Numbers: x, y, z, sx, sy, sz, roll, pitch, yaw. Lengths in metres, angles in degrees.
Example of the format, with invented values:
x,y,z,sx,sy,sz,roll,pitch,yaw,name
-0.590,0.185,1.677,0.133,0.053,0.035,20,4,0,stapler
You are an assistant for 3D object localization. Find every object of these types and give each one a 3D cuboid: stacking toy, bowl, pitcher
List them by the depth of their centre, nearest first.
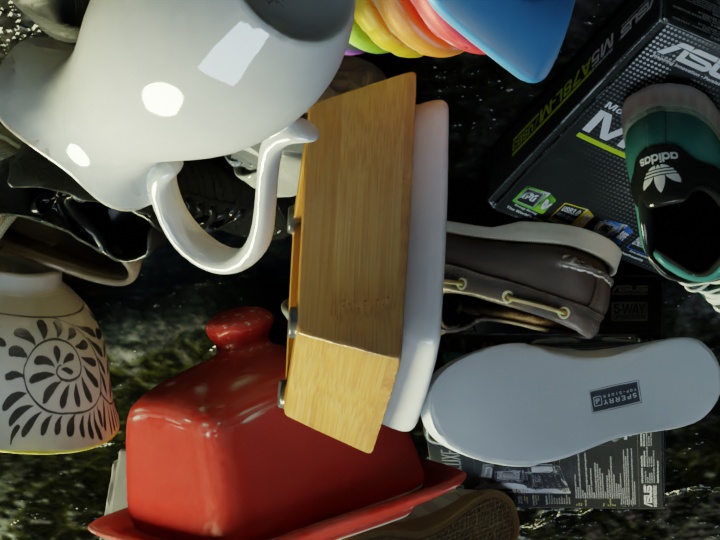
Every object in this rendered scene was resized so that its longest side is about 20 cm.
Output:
x,y,z,sx,sy,sz,roll,pitch,yaw,name
-0.075,-0.091,1.276,0.172,0.121,0.200,46,137,-11,pitcher
0.007,-0.152,1.314,0.199,0.117,0.110,-11,147,41,stacking toy
-0.236,0.033,1.536,0.200,0.201,0.095,12,104,-8,bowl

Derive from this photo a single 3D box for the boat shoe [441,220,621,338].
x,y,z,sx,sy,sz,roll,pitch,yaw,name
0.058,0.007,1.491,0.199,0.060,0.072,3,160,30,boat shoe

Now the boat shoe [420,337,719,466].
x,y,z,sx,sy,sz,roll,pitch,yaw,name
0.115,0.071,1.477,0.199,0.072,0.068,-9,-176,-28,boat shoe

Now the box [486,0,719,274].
x,y,z,sx,sy,sz,roll,pitch,yaw,name
0.203,-0.068,1.421,0.199,0.048,0.193,21,144,-19,box

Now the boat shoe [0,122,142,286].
x,y,z,sx,sy,sz,roll,pitch,yaw,name
-0.222,-0.043,1.493,0.199,0.065,0.072,18,141,-16,boat shoe

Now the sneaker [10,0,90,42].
x,y,z,sx,sy,sz,roll,pitch,yaw,name
-0.187,-0.175,1.299,0.066,0.091,0.200,-6,141,16,sneaker

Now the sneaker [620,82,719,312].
x,y,z,sx,sy,sz,roll,pitch,yaw,name
0.194,-0.014,1.389,0.071,0.080,0.200,-14,140,24,sneaker

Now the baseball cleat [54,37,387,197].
x,y,z,sx,sy,sz,roll,pitch,yaw,name
-0.083,-0.083,1.421,0.199,0.070,0.107,7,142,-1,baseball cleat

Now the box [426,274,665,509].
x,y,z,sx,sy,sz,roll,pitch,yaw,name
0.120,0.082,1.623,0.157,0.050,0.200,0,142,8,box

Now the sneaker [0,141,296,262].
x,y,z,sx,sy,sz,roll,pitch,yaw,name
-0.122,-0.039,1.453,0.199,0.105,0.060,30,136,-28,sneaker

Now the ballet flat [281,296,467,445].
x,y,z,sx,sy,sz,roll,pitch,yaw,name
0.037,0.072,1.519,0.199,0.067,0.064,18,109,-17,ballet flat

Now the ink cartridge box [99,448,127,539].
x,y,z,sx,sy,sz,roll,pitch,yaw,name
-0.073,0.200,1.720,0.199,0.145,0.084,-3,143,12,ink cartridge box

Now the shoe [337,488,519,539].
x,y,z,sx,sy,sz,roll,pitch,yaw,name
0.020,0.188,1.618,0.200,0.070,0.053,-14,-171,-43,shoe

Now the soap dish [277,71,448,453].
x,y,z,sx,sy,sz,roll,pitch,yaw,name
0.000,0.000,1.369,0.081,0.158,0.200,4,162,-3,soap dish

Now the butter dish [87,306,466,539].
x,y,z,sx,sy,sz,roll,pitch,yaw,name
-0.065,0.096,1.582,0.199,0.149,0.199,-15,-170,-27,butter dish
